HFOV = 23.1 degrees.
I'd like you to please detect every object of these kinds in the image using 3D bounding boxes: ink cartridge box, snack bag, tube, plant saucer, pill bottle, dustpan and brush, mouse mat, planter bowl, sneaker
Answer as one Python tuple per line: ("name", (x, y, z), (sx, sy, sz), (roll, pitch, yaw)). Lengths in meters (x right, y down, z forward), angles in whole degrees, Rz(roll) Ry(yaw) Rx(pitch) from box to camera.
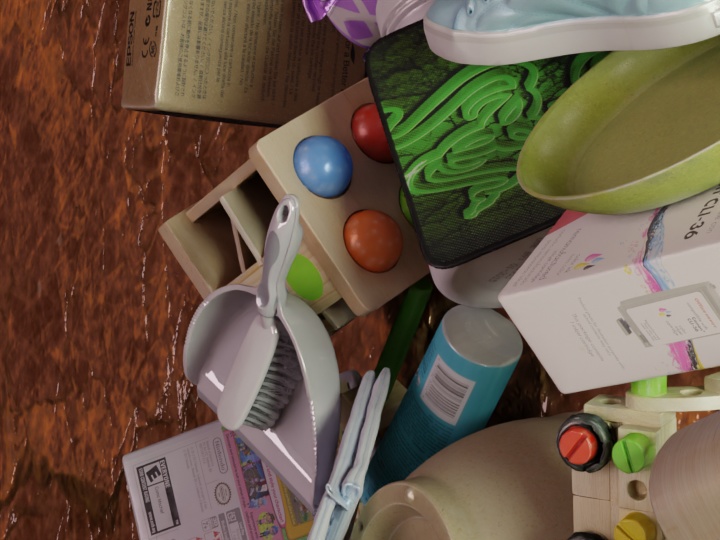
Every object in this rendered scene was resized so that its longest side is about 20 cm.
("ink cartridge box", (-0.076, -0.204, 1.252), (0.075, 0.164, 0.200), (8, 92, 61))
("snack bag", (-0.025, 0.184, 1.035), (0.200, 0.021, 0.189), (-69, -5, -50))
("tube", (0.042, 0.107, 1.091), (0.078, 0.050, 0.200), (62, 144, 36))
("ink cartridge box", (0.177, -0.014, 0.829), (0.200, 0.117, 0.068), (-16, 115, 46))
("plant saucer", (0.169, -0.087, 0.866), (0.031, 0.200, 0.200), (54, 155, -19))
("pill bottle", (0.072, -0.087, 1.050), (0.109, 0.109, 0.200), (-48, 48, 45))
("dustpan and brush", (-0.055, 0.038, 1.067), (0.140, 0.057, 0.200), (41, 123, 33))
("mouse mat", (0.108, -0.101, 0.975), (0.200, 0.008, 0.161), (-24, 60, 13))
("planter bowl", (0.075, 0.179, 0.988), (0.200, 0.135, 0.201), (-10, 78, 58))
("sneaker", (0.109, -0.159, 0.922), (0.200, 0.074, 0.082), (-1, 116, 41))

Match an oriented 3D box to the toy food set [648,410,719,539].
("toy food set", (0.228, 0.139, 0.766), (0.143, 0.060, 0.200), (-34, 83, 45))

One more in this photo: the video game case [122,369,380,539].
("video game case", (-0.058, 0.189, 1.195), (0.182, 0.022, 0.200), (-21, 65, 10))

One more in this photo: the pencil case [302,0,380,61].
("pencil case", (0.039, -0.230, 1.145), (0.200, 0.085, 0.084), (-50, 50, 43))

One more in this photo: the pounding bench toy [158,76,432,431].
("pounding bench toy", (0.000, 0.000, 1.139), (0.200, 0.124, 0.156), (56, 141, 0))

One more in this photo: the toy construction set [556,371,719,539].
("toy construction set", (0.168, 0.119, 0.867), (0.131, 0.092, 0.200), (5, 89, 31))
